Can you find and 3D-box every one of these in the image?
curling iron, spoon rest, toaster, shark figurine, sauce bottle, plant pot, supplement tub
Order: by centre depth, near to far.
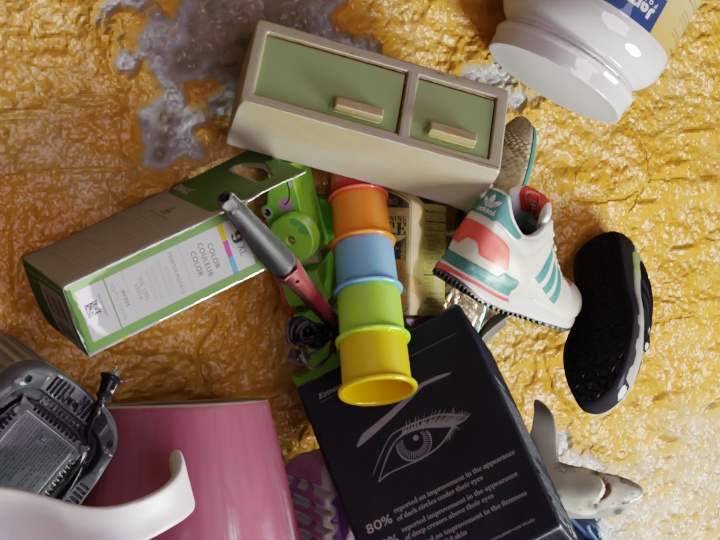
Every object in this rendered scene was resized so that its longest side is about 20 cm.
[{"bbox_3d":[-0.202,0.172,1.022,0.199,0.061,0.100,-18,105,-16],"label":"spoon rest"},{"bbox_3d":[-0.260,0.126,1.100,0.114,0.129,0.200,43,81,-29],"label":"toaster"},{"bbox_3d":[-0.056,0.008,1.124,0.050,0.025,0.200,-58,146,-24],"label":"curling iron"},{"bbox_3d":[-0.127,0.188,1.160,0.199,0.200,0.181,0,86,-27],"label":"plant pot"},{"bbox_3d":[0.036,-0.048,1.245,0.066,0.066,0.202,1,87,-28],"label":"sauce bottle"},{"bbox_3d":[0.203,-0.235,1.252,0.144,0.144,0.201,32,86,-29],"label":"supplement tub"},{"bbox_3d":[0.127,0.142,1.278,0.128,0.215,0.090,-36,148,4],"label":"shark figurine"}]

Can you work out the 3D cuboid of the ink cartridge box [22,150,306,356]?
[{"bbox_3d":[-0.137,-0.016,1.147,0.199,0.104,0.060,-28,113,-20],"label":"ink cartridge box"}]

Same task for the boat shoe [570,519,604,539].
[{"bbox_3d":[0.190,0.256,1.276,0.084,0.068,0.201,20,56,-42],"label":"boat shoe"}]

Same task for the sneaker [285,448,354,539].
[{"bbox_3d":[-0.011,0.231,1.289,0.088,0.080,0.202,-22,116,-29],"label":"sneaker"}]

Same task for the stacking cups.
[{"bbox_3d":[0.000,0.000,1.182,0.060,0.060,0.201,6,61,-28],"label":"stacking cups"}]

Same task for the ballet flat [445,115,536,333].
[{"bbox_3d":[0.089,-0.036,1.284,0.065,0.070,0.202,15,91,-19],"label":"ballet flat"}]

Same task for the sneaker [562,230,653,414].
[{"bbox_3d":[0.225,0.051,1.321,0.083,0.071,0.201,46,38,-29],"label":"sneaker"}]

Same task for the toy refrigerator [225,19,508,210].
[{"bbox_3d":[0.006,-0.117,1.168,0.199,0.070,0.076,15,61,-9],"label":"toy refrigerator"}]

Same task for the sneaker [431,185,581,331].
[{"bbox_3d":[0.136,-0.013,1.229,0.199,0.070,0.094,15,104,-56],"label":"sneaker"}]

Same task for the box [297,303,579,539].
[{"bbox_3d":[0.061,0.153,1.188,0.147,0.201,0.104,-26,150,7],"label":"box"}]

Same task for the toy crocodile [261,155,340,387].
[{"bbox_3d":[-0.042,0.001,1.229,0.068,0.061,0.201,-49,128,-58],"label":"toy crocodile"}]
